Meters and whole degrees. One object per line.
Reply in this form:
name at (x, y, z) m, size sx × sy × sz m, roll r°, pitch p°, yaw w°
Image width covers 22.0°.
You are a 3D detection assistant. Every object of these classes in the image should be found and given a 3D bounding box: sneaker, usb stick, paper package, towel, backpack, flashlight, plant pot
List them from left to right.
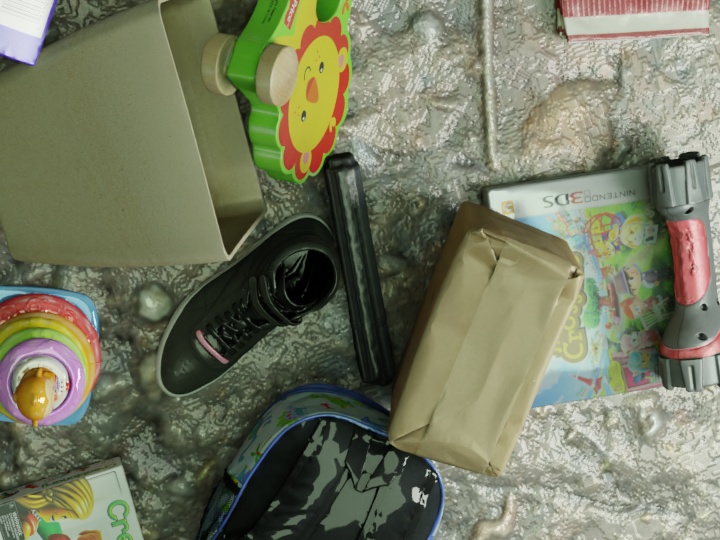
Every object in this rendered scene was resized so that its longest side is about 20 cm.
plant pot at (-0.197, -0.104, 1.464) m, size 0.176 × 0.200 × 0.201 m, roll -12°, pitch 101°, yaw 8°
sneaker at (-0.095, 0.035, 1.548) m, size 0.200 × 0.099 × 0.071 m, roll -44°, pitch 106°, yaw -1°
backpack at (-0.034, 0.201, 1.557) m, size 0.182 × 0.147 × 0.201 m, roll 26°, pitch 101°, yaw -12°
usb stick at (0.000, 0.000, 1.585) m, size 0.032 × 0.055 × 0.201 m, roll -9°, pitch 100°, yaw 7°
paper package at (0.099, 0.053, 1.524) m, size 0.103 × 0.200 × 0.192 m, roll 22°, pitch 99°, yaw -2°
towel at (0.237, -0.302, 1.606) m, size 0.143 × 0.023 × 0.202 m, roll -5°, pitch 101°, yaw -13°
flashlight at (0.284, 0.002, 1.615) m, size 0.067 × 0.068 × 0.202 m, roll -10°, pitch 101°, yaw -7°

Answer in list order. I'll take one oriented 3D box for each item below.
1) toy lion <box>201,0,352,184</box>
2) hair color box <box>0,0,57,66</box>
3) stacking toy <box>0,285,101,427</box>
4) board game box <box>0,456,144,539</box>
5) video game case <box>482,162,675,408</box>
toy lion at (-0.048, -0.179, 1.496) m, size 0.068 × 0.192 × 0.201 m, roll 12°, pitch 78°, yaw 22°
hair color box at (-0.303, -0.234, 1.413) m, size 0.065 × 0.200 × 0.110 m, roll 17°, pitch 95°, yaw -41°
stacking toy at (-0.257, 0.083, 1.469) m, size 0.109 × 0.200 × 0.117 m, roll 6°, pitch 96°, yaw -12°
board game box at (-0.238, 0.274, 1.586) m, size 0.125 × 0.035 × 0.201 m, roll -17°, pitch 101°, yaw -9°
video game case at (0.206, 0.014, 1.645) m, size 0.181 × 0.022 × 0.202 m, roll -8°, pitch 100°, yaw -10°
